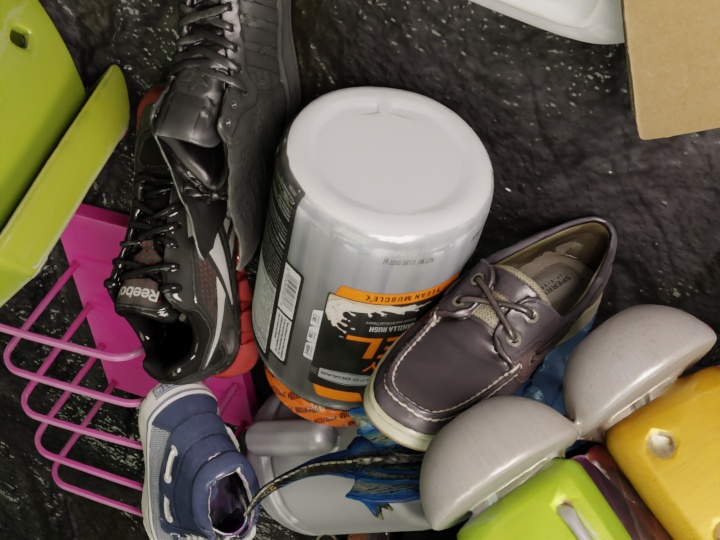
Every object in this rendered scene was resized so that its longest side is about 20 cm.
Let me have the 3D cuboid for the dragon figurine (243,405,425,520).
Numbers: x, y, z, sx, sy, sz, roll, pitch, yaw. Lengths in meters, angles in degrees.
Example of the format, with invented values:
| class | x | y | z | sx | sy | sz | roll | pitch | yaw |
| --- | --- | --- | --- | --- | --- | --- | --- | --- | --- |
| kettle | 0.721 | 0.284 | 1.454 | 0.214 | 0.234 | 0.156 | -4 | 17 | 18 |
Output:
| class | x | y | z | sx | sy | sz | roll | pitch | yaw |
| --- | --- | --- | --- | --- | --- | --- | --- | --- | --- |
| dragon figurine | 0.023 | 0.113 | 0.761 | 0.199 | 0.059 | 0.099 | -1 | 162 | 6 |

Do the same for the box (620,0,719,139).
| class | x | y | z | sx | sy | sz | roll | pitch | yaw |
| --- | --- | --- | --- | --- | --- | --- | --- | --- | --- |
| box | 0.202 | -0.135 | 0.506 | 0.199 | 0.021 | 0.164 | -8 | 133 | 11 |

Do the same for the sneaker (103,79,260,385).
| class | x | y | z | sx | sy | sz | roll | pitch | yaw |
| --- | --- | --- | --- | --- | --- | --- | --- | --- | --- |
| sneaker | -0.115 | -0.018 | 0.798 | 0.071 | 0.098 | 0.201 | 4 | 108 | 33 |

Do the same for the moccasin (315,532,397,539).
| class | x | y | z | sx | sy | sz | roll | pitch | yaw |
| --- | --- | --- | --- | --- | --- | --- | --- | --- | --- |
| moccasin | -0.009 | 0.269 | 1.092 | 0.077 | 0.074 | 0.202 | 15 | 148 | 7 |

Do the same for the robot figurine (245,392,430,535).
| class | x | y | z | sx | sy | sz | roll | pitch | yaw |
| --- | --- | --- | --- | --- | --- | --- | --- | --- | --- |
| robot figurine | -0.001 | 0.128 | 0.899 | 0.199 | 0.113 | 0.169 | -12 | 155 | 39 |

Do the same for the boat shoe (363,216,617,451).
| class | x | y | z | sx | sy | sz | roll | pitch | yaw |
| --- | --- | --- | --- | --- | --- | --- | --- | --- | --- |
| boat shoe | 0.076 | 0.025 | 0.685 | 0.072 | 0.200 | 0.065 | 38 | 134 | 22 |

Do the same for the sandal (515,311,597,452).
| class | x | y | z | sx | sy | sz | roll | pitch | yaw |
| --- | --- | --- | --- | --- | --- | --- | --- | --- | --- |
| sandal | 0.139 | 0.089 | 0.801 | 0.087 | 0.080 | 0.200 | -19 | 121 | 39 |

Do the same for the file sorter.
| class | x | y | z | sx | sy | sz | roll | pitch | yaw |
| --- | --- | --- | --- | --- | --- | --- | --- | --- | --- |
| file sorter | -0.175 | 0.074 | 0.944 | 0.138 | 0.126 | 0.201 | 14 | 138 | 20 |

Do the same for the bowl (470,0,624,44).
| class | x | y | z | sx | sy | sz | roll | pitch | yaw |
| --- | --- | --- | --- | --- | --- | --- | --- | --- | --- |
| bowl | 0.069 | -0.193 | 0.553 | 0.199 | 0.075 | 0.200 | 25 | 142 | 9 |

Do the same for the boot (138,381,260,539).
| class | x | y | z | sx | sy | sz | roll | pitch | yaw |
| --- | --- | --- | --- | --- | --- | --- | --- | --- | --- |
| boot | -0.108 | 0.170 | 0.887 | 0.090 | 0.073 | 0.201 | 51 | 156 | 39 |

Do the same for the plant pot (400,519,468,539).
| class | x | y | z | sx | sy | sz | roll | pitch | yaw |
| --- | --- | --- | --- | --- | --- | --- | --- | --- | --- |
| plant pot | 0.095 | 0.336 | 1.006 | 0.199 | 0.178 | 0.200 | 19 | 140 | 15 |

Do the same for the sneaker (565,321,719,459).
| class | x | y | z | sx | sy | sz | roll | pitch | yaw |
| --- | --- | --- | --- | --- | --- | --- | --- | --- | --- |
| sneaker | 0.194 | 0.077 | 0.734 | 0.199 | 0.087 | 0.080 | -25 | 157 | 24 |

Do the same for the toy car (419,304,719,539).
| class | x | y | z | sx | sy | sz | roll | pitch | yaw |
| --- | --- | --- | --- | --- | --- | --- | --- | --- | --- |
| toy car | 0.132 | 0.130 | 0.625 | 0.175 | 0.200 | 0.150 | 56 | 171 | 17 |

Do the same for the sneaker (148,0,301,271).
| class | x | y | z | sx | sy | sz | roll | pitch | yaw |
| --- | --- | --- | --- | --- | --- | --- | --- | --- | --- |
| sneaker | -0.079 | -0.107 | 0.711 | 0.060 | 0.104 | 0.200 | 11 | 137 | 24 |

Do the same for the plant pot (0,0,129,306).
| class | x | y | z | sx | sy | sz | roll | pitch | yaw |
| --- | --- | --- | --- | --- | --- | --- | --- | --- | --- |
| plant pot | -0.274 | -0.074 | 0.805 | 0.181 | 0.200 | 0.199 | 37 | 141 | -18 |

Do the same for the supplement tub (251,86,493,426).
| class | x | y | z | sx | sy | sz | roll | pitch | yaw |
| --- | --- | --- | --- | --- | --- | --- | --- | --- | --- |
| supplement tub | 0.000 | 0.000 | 0.758 | 0.122 | 0.123 | 0.200 | 24 | 141 | 9 |
